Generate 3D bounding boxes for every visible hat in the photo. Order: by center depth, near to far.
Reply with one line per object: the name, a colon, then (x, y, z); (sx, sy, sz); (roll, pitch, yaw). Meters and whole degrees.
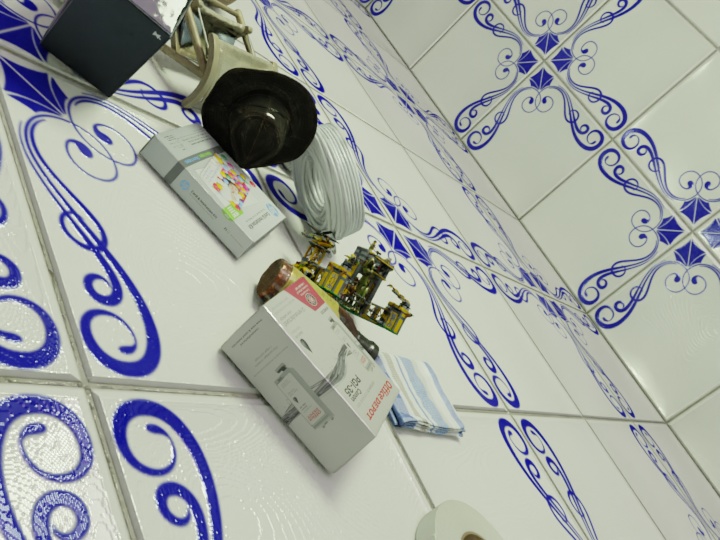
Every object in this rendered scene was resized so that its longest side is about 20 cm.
hat: (-0.161, -0.211, 1.145); (0.200, 0.199, 0.082); (35, 41, -33)

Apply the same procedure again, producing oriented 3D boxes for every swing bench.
swing bench: (-0.258, -0.381, 1.313); (0.201, 0.129, 0.198); (55, 20, 15)

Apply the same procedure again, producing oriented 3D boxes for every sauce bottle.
sauce bottle: (-0.054, 0.065, 1.030); (0.199, 0.066, 0.066); (39, 22, -21)

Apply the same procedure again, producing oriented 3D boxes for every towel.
towel: (0.084, 0.191, 1.159); (0.199, 0.024, 0.148); (22, 33, -51)

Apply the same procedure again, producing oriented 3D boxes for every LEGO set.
LEGO set: (0.000, 0.000, 1.119); (0.199, 0.117, 0.153); (32, -8, -28)

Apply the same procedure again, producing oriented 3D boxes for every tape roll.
tape roll: (0.147, 0.386, 0.921); (0.202, 0.037, 0.204); (42, 21, -21)

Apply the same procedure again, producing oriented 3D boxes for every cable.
cable: (-0.057, -0.151, 1.259); (0.068, 0.201, 0.201); (-16, 52, -20)

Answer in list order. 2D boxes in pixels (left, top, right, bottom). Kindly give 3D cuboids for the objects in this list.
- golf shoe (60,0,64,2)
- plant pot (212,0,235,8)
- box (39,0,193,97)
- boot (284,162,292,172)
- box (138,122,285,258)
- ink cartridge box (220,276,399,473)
golf shoe: (-0.424, -0.417, 1.144); (0.088, 0.077, 0.202); (-25, 82, -37)
plant pot: (-0.338, -0.709, 1.687); (0.175, 0.198, 0.201); (55, 12, -40)
box: (-0.308, -0.378, 0.998); (0.123, 0.199, 0.201); (35, 55, -29)
boot: (-0.134, -0.273, 1.456); (0.096, 0.073, 0.201); (48, 20, -21)
box: (-0.210, -0.122, 1.079); (0.200, 0.041, 0.156); (49, 20, -5)
ink cartridge box: (-0.054, 0.122, 0.903); (0.200, 0.083, 0.146); (49, 20, 0)
